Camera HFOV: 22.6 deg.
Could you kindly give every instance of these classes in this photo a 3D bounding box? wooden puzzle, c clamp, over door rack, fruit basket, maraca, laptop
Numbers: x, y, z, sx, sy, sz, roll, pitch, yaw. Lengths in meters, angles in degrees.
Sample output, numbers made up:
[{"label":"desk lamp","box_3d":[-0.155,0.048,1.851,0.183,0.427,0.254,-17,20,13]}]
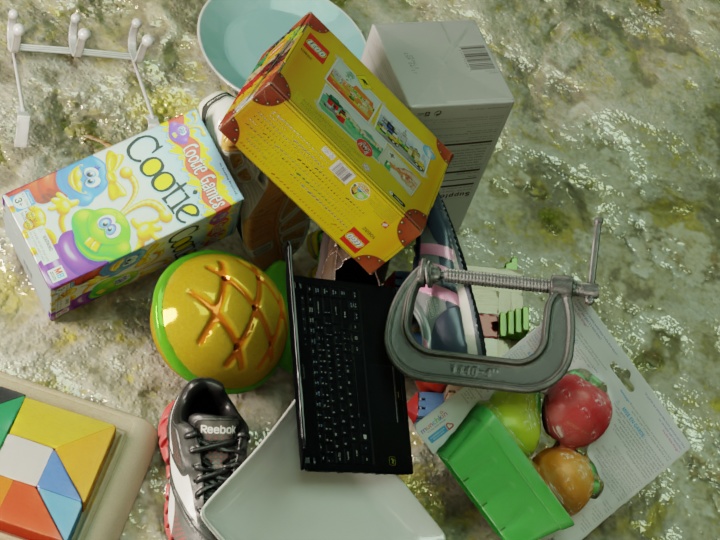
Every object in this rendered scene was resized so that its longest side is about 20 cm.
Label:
[{"label":"wooden puzzle","box_3d":[-0.293,0.172,1.568,0.199,0.037,0.186,21,47,-2]},{"label":"c clamp","box_3d":[0.122,0.032,1.639,0.198,0.027,0.172,1,67,5]},{"label":"over door rack","box_3d":[-0.285,-0.205,1.848,0.146,0.067,0.201,2,41,-17]},{"label":"fruit basket","box_3d":[0.177,0.153,1.660,0.200,0.094,0.186,-40,99,-11]},{"label":"maraca","box_3d":[-0.115,0.047,1.693,0.199,0.107,0.138,-2,79,-45]},{"label":"laptop","box_3d":[-0.008,0.080,1.568,0.199,0.103,0.179,8,71,-39]}]

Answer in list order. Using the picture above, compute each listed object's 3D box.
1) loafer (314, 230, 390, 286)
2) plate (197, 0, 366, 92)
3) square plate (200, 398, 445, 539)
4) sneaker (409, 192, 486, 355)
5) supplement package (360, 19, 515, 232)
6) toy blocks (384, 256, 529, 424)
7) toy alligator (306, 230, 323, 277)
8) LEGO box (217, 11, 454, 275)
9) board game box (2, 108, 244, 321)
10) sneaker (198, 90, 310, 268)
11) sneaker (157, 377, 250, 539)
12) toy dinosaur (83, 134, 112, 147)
[{"label":"loafer","box_3d":[0.000,0.000,1.716,0.073,0.071,0.201,35,54,-24]},{"label":"plate","box_3d":[-0.087,-0.245,2.000,0.198,0.026,0.201,10,50,-12]},{"label":"square plate","box_3d":[-0.033,0.227,1.576,0.199,0.028,0.200,51,45,-9]},{"label":"sneaker","box_3d":[0.063,0.012,1.704,0.081,0.070,0.201,-16,56,6]},{"label":"supplement package","box_3d":[0.058,-0.143,1.847,0.119,0.201,0.122,-6,53,-23]},{"label":"toy blocks","box_3d":[0.088,0.073,1.750,0.135,0.100,0.202,4,65,-6]},{"label":"toy alligator","box_3d":[-0.016,-0.034,1.814,0.054,0.059,0.202,28,54,-49]},{"label":"LEGO box","box_3d":[-0.019,-0.120,1.674,0.200,0.077,0.149,44,34,-13]},{"label":"board game box","box_3d":[-0.223,-0.053,1.687,0.199,0.103,0.105,-26,79,-17]},{"label":"sneaker","box_3d":[-0.106,-0.093,1.761,0.075,0.201,0.088,-28,46,-17]},{"label":"sneaker","box_3d":[-0.134,0.180,1.579,0.070,0.098,0.202,3,52,-20]},{"label":"toy dinosaur","box_3d":[-0.230,-0.072,1.779,0.105,0.061,0.201,10,49,-10]}]
